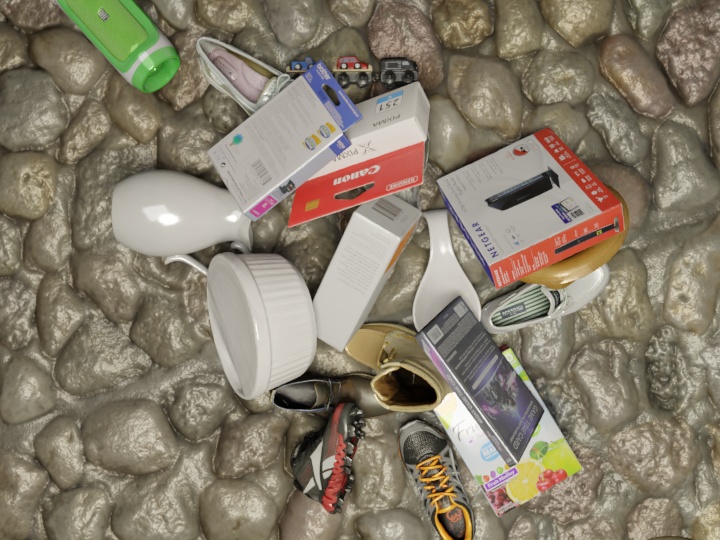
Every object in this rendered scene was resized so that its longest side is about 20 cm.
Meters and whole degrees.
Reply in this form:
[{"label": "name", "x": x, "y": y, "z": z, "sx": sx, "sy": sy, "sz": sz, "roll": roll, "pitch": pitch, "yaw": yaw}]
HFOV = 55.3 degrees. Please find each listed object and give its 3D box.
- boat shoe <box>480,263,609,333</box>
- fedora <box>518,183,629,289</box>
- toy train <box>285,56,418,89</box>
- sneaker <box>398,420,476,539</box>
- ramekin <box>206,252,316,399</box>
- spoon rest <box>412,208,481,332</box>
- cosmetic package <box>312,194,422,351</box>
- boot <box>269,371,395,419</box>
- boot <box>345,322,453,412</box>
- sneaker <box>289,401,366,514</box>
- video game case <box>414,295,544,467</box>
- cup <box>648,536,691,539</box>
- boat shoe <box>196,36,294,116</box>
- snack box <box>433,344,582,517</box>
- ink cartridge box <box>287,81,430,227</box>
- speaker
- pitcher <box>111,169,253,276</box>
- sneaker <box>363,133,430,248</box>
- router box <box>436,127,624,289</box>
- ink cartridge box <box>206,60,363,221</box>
[{"label": "boat shoe", "x": 0.269, "y": 0.042, "z": 0.979, "sx": 0.199, "sy": 0.067, "sz": 0.074, "roll": -29, "pitch": 91, "yaw": 3}, {"label": "fedora", "x": 0.274, "y": -0.041, "z": 0.947, "sx": 0.200, "sy": 0.201, "sz": 0.082, "roll": -25, "pitch": 132, "yaw": 3}, {"label": "toy train", "x": -0.015, "y": -0.289, "z": 0.998, "sx": 0.199, "sy": 0.034, "sz": 0.046, "roll": -1, "pitch": 88, "yaw": 2}, {"label": "sneaker", "x": 0.116, "y": 0.311, "z": 0.990, "sx": 0.078, "sy": 0.077, "sz": 0.201, "roll": -27, "pitch": 89, "yaw": 5}, {"label": "ramekin", "x": -0.135, "y": 0.068, "z": 0.938, "sx": 0.094, "sy": 0.202, "sz": 0.203, "roll": -11, "pitch": 91, "yaw": -28}, {"label": "spoon rest", "x": 0.118, "y": 0.011, "z": 0.988, "sx": 0.099, "sy": 0.061, "sz": 0.201, "roll": -8, "pitch": 91, "yaw": 3}, {"label": "cosmetic package", "x": 0.000, "y": 0.000, "z": 0.929, "sx": 0.071, "sy": 0.101, "sz": 0.200, "roll": 31, "pitch": 123, "yaw": 6}, {"label": "boot", "x": -0.036, "y": 0.186, "z": 0.981, "sx": 0.199, "sy": 0.097, "sz": 0.075, "roll": 5, "pitch": 92, "yaw": 3}, {"label": "boot", "x": 0.041, "y": 0.129, "z": 0.928, "sx": 0.199, "sy": 0.155, "sz": 0.073, "roll": 18, "pitch": 103, "yaw": 24}, {"label": "sneaker", "x": -0.051, "y": 0.257, "z": 0.969, "sx": 0.098, "sy": 0.071, "sz": 0.201, "roll": 21, "pitch": 126, "yaw": 12}, {"label": "video game case", "x": 0.162, "y": 0.139, "z": 0.906, "sx": 0.019, "sy": 0.143, "sz": 0.200, "roll": -37, "pitch": 87, "yaw": 33}, {"label": "cup", "x": 0.457, "y": 0.496, "z": 0.948, "sx": 0.199, "sy": 0.143, "sz": 0.201, "roll": 0, "pitch": 92, "yaw": 2}, {"label": "boat shoe", "x": -0.148, "y": -0.262, "z": 0.972, "sx": 0.202, "sy": 0.065, "sz": 0.075, "roll": 37, "pitch": 82, "yaw": 12}, {"label": "snack box", "x": 0.204, "y": 0.230, "z": 0.994, "sx": 0.142, "sy": 0.053, "sz": 0.201, "roll": -31, "pitch": 89, "yaw": 1}, {"label": "ink cartridge box", "x": -0.009, "y": -0.156, "z": 0.912, "sx": 0.199, "sy": 0.177, "sz": 0.045, "roll": -16, "pitch": 131, "yaw": 23}, {"label": "speaker", "x": -0.352, "y": -0.353, "z": 0.985, "sx": 0.088, "sy": 0.088, "sz": 0.200, "roll": -43, "pitch": 90, "yaw": 3}, {"label": "pitcher", "x": -0.244, "y": -0.056, "z": 0.982, "sx": 0.199, "sy": 0.121, "sz": 0.172, "roll": 1, "pitch": 107, "yaw": -9}, {"label": "sneaker", "x": 0.038, "y": -0.114, "z": 0.990, "sx": 0.099, "sy": 0.078, "sz": 0.201, "roll": 12, "pitch": 93, "yaw": 20}, {"label": "router box", "x": 0.220, "y": -0.089, "z": 0.921, "sx": 0.179, "sy": 0.200, "sz": 0.049, "roll": -25, "pitch": 132, "yaw": 3}, {"label": "ink cartridge box", "x": -0.097, "y": -0.171, "z": 0.907, "sx": 0.200, "sy": 0.042, "sz": 0.120, "roll": -38, "pitch": 64, "yaw": 9}]
